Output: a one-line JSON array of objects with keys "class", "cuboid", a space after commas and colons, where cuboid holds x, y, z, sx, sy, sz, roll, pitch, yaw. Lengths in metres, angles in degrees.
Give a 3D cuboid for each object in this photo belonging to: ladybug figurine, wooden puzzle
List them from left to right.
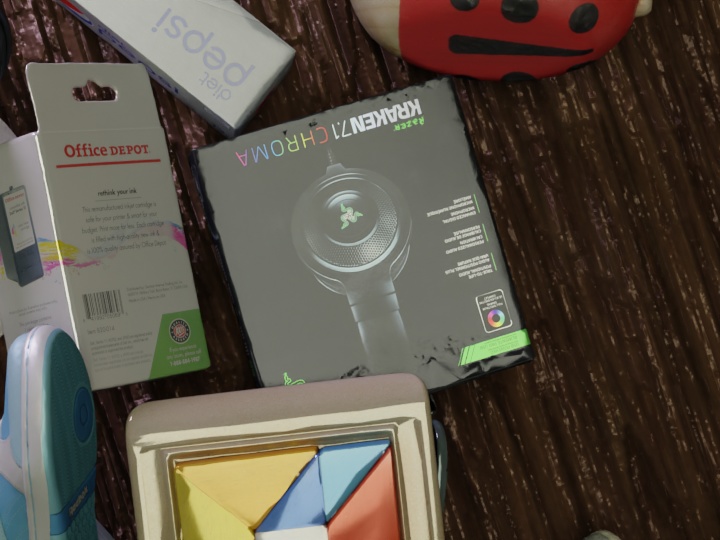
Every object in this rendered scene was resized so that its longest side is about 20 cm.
[{"class": "wooden puzzle", "cuboid": [-0.041, 0.170, 1.078, 0.183, 0.037, 0.202, -6, 88, 2]}, {"class": "ladybug figurine", "cuboid": [0.086, -0.171, 1.159, 0.198, 0.136, 0.072, 3, 57, 9]}]

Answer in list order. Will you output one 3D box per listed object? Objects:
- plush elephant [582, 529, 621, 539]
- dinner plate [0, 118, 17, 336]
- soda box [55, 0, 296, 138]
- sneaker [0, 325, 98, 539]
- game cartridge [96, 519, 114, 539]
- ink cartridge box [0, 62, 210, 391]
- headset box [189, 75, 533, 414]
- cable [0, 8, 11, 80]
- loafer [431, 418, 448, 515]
[{"class": "plush elephant", "cuboid": [0.270, 0.215, 1.151, 0.200, 0.165, 0.155, 38, 98, -30]}, {"class": "dinner plate", "cuboid": [-0.305, -0.028, 1.178, 0.198, 0.024, 0.202, 0, 87, -6]}, {"class": "soda box", "cuboid": [-0.139, -0.174, 1.180, 0.200, 0.063, 0.068, 39, 84, -2]}, {"class": "sneaker", "cuboid": [-0.224, 0.128, 1.062, 0.129, 0.080, 0.202, 4, 104, 13]}, {"class": "game cartridge", "cuboid": [-0.188, 0.232, 1.128, 0.133, 0.041, 0.201, -35, 85, 15]}, {"class": "ink cartridge box", "cuboid": [-0.173, -0.025, 1.138, 0.067, 0.117, 0.202, -13, 87, 37]}, {"class": "headset box", "cuboid": [0.000, 0.000, 1.160, 0.173, 0.093, 0.202, -16, 89, -5]}, {"class": "cable", "cuboid": [-0.292, -0.118, 1.128, 0.162, 0.051, 0.201, -6, 58, 25]}, {"class": "loafer", "cuboid": [0.007, 0.185, 1.138, 0.062, 0.072, 0.202, 7, 111, -13]}]
